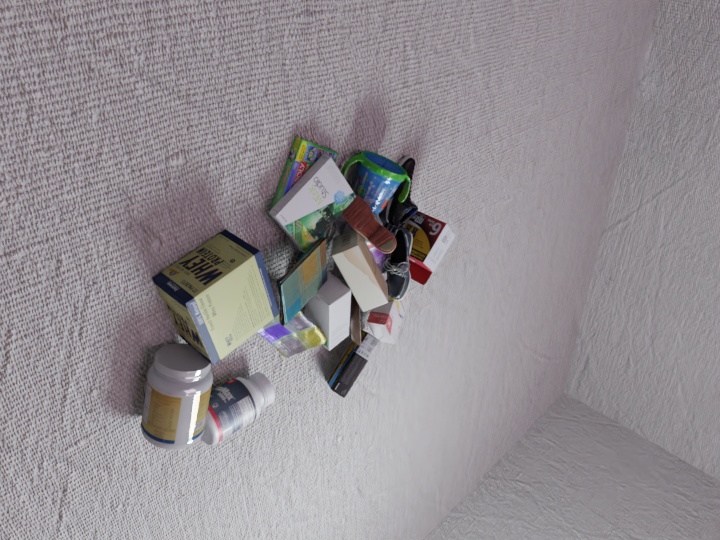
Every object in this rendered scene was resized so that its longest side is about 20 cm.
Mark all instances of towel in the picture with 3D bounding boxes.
[{"bbox_3d":[-0.188,0.162,1.616,0.142,0.023,0.200,-20,140,13],"label":"towel"},{"bbox_3d":[-0.140,0.025,1.503,0.200,0.022,0.148,-49,151,-43],"label":"towel"}]

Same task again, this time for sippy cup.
[{"bbox_3d":[0.037,-0.228,1.627,0.131,0.177,0.140,-63,174,22],"label":"sippy cup"}]

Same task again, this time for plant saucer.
[{"bbox_3d":[-0.016,0.118,1.775,0.200,0.032,0.203,-2,90,-89],"label":"plant saucer"}]

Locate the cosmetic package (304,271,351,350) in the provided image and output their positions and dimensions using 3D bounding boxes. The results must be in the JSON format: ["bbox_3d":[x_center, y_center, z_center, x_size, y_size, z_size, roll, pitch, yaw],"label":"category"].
[{"bbox_3d":[-0.090,0.109,1.675,0.085,0.107,0.201,-36,147,-29],"label":"cosmetic package"}]

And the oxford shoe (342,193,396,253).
[{"bbox_3d":[0.013,-0.118,1.587,0.071,0.200,0.074,-38,174,-2],"label":"oxford shoe"}]

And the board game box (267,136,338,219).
[{"bbox_3d":[-0.138,-0.212,1.498,0.134,0.029,0.202,6,108,-53],"label":"board game box"}]

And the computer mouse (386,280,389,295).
[{"bbox_3d":[0.092,0.010,1.839,0.200,0.140,0.046,-40,117,-35],"label":"computer mouse"}]

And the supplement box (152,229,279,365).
[{"bbox_3d":[-0.315,0.058,1.369,0.199,0.134,0.201,-39,139,-29],"label":"supplement box"}]

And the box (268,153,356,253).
[{"bbox_3d":[-0.112,-0.161,1.491,0.200,0.036,0.145,-48,134,-11],"label":"box"}]

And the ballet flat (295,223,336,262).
[{"bbox_3d":[-0.116,-0.047,1.607,0.074,0.074,0.201,16,103,-54],"label":"ballet flat"}]

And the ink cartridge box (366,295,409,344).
[{"bbox_3d":[0.094,0.110,1.911,0.117,0.067,0.201,64,40,-50],"label":"ink cartridge box"}]

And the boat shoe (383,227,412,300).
[{"bbox_3d":[0.106,-0.019,1.697,0.062,0.074,0.202,14,87,-65],"label":"boat shoe"}]

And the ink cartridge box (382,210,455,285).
[{"bbox_3d":[0.144,-0.081,1.783,0.177,0.199,0.084,-59,144,-5],"label":"ink cartridge box"}]

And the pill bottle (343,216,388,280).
[{"bbox_3d":[0.025,-0.053,1.732,0.112,0.112,0.201,-43,140,-24],"label":"pill bottle"}]

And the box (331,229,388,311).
[{"bbox_3d":[0.000,0.000,1.625,0.077,0.095,0.201,-21,123,13],"label":"box"}]

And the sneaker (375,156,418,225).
[{"bbox_3d":[0.133,-0.220,1.755,0.073,0.111,0.201,24,94,-55],"label":"sneaker"}]

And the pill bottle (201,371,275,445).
[{"bbox_3d":[-0.323,0.343,1.562,0.199,0.119,0.121,-27,132,-39],"label":"pill bottle"}]

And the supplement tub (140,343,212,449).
[{"bbox_3d":[-0.413,0.283,1.388,0.144,0.144,0.202,-8,119,-48],"label":"supplement tub"}]

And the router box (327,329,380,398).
[{"bbox_3d":[-0.024,0.281,1.876,0.201,0.051,0.149,-57,-173,-6],"label":"router box"}]
